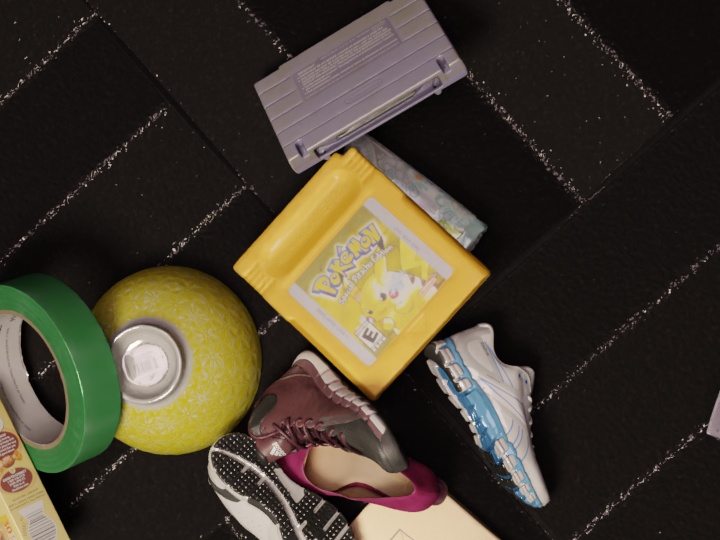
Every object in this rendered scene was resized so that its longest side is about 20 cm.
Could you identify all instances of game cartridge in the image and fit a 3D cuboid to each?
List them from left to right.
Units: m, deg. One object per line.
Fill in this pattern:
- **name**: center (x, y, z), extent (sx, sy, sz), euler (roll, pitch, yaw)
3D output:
- **game cartridge**: center (-0.002, -0.195, 1.457), extent (0.200, 0.038, 0.130), euler (-30, 47, 6)
- **game cartridge**: center (0.000, 0.000, 1.437), extent (0.200, 0.032, 0.176), euler (42, 94, 8)

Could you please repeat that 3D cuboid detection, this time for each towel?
- **towel**: center (0.007, -0.016, 1.475), extent (0.171, 0.048, 0.200), euler (37, 93, 6)

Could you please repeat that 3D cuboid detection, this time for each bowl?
- **bowl**: center (-0.209, 0.094, 1.472), extent (0.200, 0.108, 0.201), euler (0, 89, 8)

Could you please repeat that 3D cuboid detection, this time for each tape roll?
- **tape roll**: center (-0.325, 0.104, 1.460), extent (0.200, 0.048, 0.201), euler (19, 119, 39)

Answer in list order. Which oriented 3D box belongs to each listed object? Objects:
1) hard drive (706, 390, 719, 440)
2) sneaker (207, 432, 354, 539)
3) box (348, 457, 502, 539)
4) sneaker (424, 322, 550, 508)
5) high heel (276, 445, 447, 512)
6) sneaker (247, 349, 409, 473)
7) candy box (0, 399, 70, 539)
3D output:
- **hard drive**: center (0.437, 0.095, 1.415), extent (0.135, 0.042, 0.200), euler (24, 91, 7)
- **sneaker**: center (-0.080, 0.252, 1.470), extent (0.074, 0.080, 0.200), euler (-39, 82, -28)
- **box**: center (0.071, 0.318, 1.471), extent (0.200, 0.021, 0.164), euler (41, 93, 8)
- **sneaker**: center (0.150, 0.142, 1.443), extent (0.087, 0.075, 0.200), euler (-30, 94, -17)
- **high heel**: center (-0.014, 0.197, 1.436), extent (0.200, 0.096, 0.068), euler (6, 81, 20)
- **sneaker**: center (-0.042, 0.167, 1.413), extent (0.115, 0.200, 0.076), euler (-37, 126, -11)
- **candy box**: center (-0.388, 0.225, 1.493), extent (0.115, 0.055, 0.200), euler (-32, 83, 42)
